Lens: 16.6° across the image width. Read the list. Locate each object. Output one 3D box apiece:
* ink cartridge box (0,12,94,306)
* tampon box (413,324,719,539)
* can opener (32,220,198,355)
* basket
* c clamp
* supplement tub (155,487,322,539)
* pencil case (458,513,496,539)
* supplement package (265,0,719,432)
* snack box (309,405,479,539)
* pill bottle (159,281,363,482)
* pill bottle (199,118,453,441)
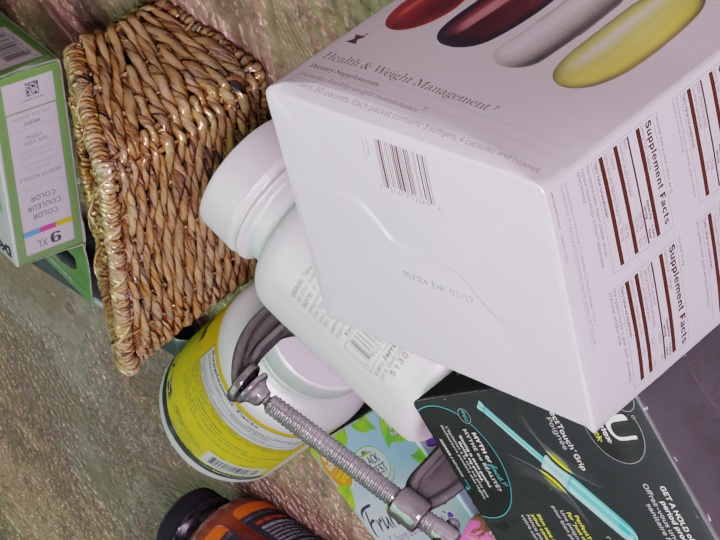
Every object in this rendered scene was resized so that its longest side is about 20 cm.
[{"bbox_3d":[-0.245,-0.071,1.726,0.104,0.059,0.201,37,141,47],"label":"ink cartridge box"},{"bbox_3d":[0.160,0.092,1.374,0.200,0.126,0.150,-13,111,58],"label":"tampon box"},{"bbox_3d":[-0.198,0.010,1.875,0.200,0.053,0.067,29,142,38],"label":"can opener"},{"bbox_3d":[-0.155,-0.062,1.640,0.143,0.149,0.200,35,147,29],"label":"basket"},{"bbox_3d":[-0.005,0.097,1.515,0.200,0.171,0.027,40,135,15],"label":"c clamp"},{"bbox_3d":[-0.067,0.243,1.883,0.200,0.107,0.107,32,145,34],"label":"supplement tub"},{"bbox_3d":[0.151,0.206,1.490,0.199,0.083,0.087,9,149,19],"label":"pencil case"},{"bbox_3d":[0.099,-0.058,1.226,0.191,0.200,0.148,22,138,41],"label":"supplement package"},{"bbox_3d":[0.065,0.174,1.672,0.200,0.053,0.142,54,150,0],"label":"snack box"},{"bbox_3d":[-0.057,0.068,1.673,0.113,0.112,0.200,52,150,1],"label":"pill bottle"},{"bbox_3d":[0.000,0.000,1.517,0.200,0.114,0.115,43,149,18],"label":"pill bottle"}]
